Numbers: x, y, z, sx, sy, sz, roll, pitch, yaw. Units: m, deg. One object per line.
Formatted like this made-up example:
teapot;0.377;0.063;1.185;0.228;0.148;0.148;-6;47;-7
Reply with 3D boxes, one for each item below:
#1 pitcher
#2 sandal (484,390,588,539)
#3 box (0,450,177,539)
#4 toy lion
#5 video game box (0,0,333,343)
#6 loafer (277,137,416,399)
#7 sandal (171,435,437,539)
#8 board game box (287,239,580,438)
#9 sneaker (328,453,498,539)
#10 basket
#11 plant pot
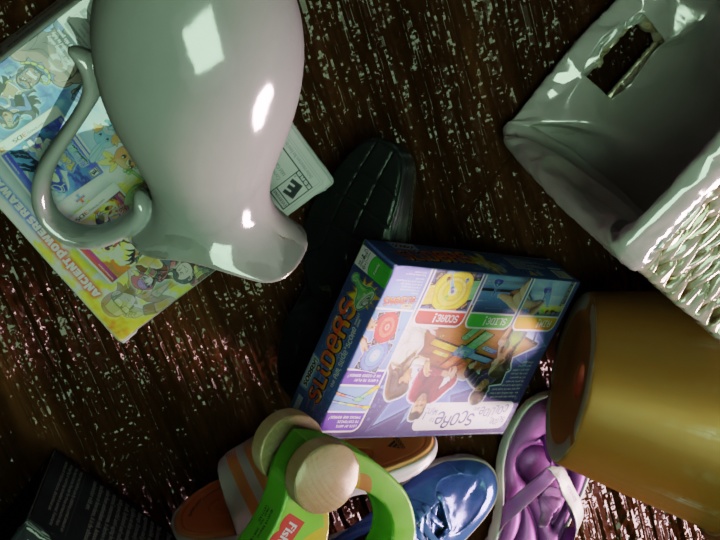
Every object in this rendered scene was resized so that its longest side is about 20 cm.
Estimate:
pitcher;-0.116;-0.096;0.802;0.169;0.122;0.202;-1;125;-1
sandal;0.143;0.192;1.082;0.082;0.050;0.205;3;112;-19
box;-0.202;0.276;0.971;0.198;0.123;0.200;38;101;-12
toy lion;-0.031;0.218;0.894;0.191;0.068;0.201;38;84;-35
video game box;-0.145;-0.081;0.881;0.182;0.047;0.201;-37;118;0
loafer;0.000;0.000;0.954;0.072;0.073;0.202;-12;129;-49
sandal;-0.044;0.136;0.997;0.205;0.079;0.060;-19;117;-15
board game box;0.055;0.052;0.955;0.199;0.034;0.136;6;116;-45
sneaker;0.032;0.207;1.007;0.198;0.111;0.077;-24;103;-17
basket;0.235;-0.083;0.897;0.160;0.200;0.198;37;101;-28
plant pot;0.237;0.094;0.995;0.181;0.201;0.202;12;111;-4
